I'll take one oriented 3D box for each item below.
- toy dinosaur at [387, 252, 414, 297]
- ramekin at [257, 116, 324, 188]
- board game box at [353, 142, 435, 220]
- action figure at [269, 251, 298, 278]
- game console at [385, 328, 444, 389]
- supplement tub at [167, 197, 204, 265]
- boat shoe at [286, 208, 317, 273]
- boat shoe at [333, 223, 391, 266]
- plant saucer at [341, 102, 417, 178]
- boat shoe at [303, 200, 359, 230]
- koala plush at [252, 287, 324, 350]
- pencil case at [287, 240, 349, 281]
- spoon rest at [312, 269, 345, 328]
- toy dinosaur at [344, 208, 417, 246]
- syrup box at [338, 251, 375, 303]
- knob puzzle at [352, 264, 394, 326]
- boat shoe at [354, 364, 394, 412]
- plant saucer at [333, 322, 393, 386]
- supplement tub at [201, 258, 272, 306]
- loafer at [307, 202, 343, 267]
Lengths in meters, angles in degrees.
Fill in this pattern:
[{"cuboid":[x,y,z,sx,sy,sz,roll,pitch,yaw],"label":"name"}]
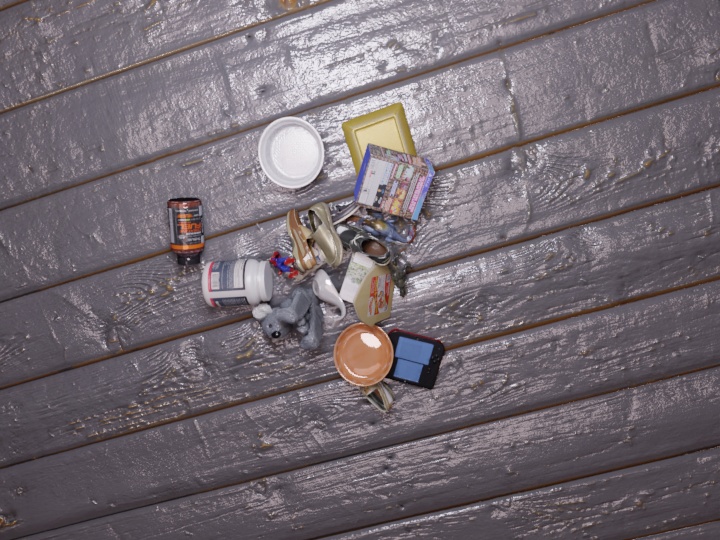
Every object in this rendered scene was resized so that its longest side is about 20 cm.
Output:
[{"cuboid":[0.116,-0.002,1.725,0.089,0.047,0.201,-55,129,-27],"label":"toy dinosaur"},{"cuboid":[-0.201,-0.353,1.650,0.195,0.098,0.205,1,103,2],"label":"ramekin"},{"cuboid":[0.095,-0.260,1.621,0.196,0.098,0.162,13,120,-12],"label":"board game box"},{"cuboid":[-0.245,-0.022,1.689,0.051,0.199,0.067,-26,108,-17],"label":"action figure"},{"cuboid":[0.168,0.293,1.824,0.196,0.031,0.181,14,104,0],"label":"game console"},{"cuboid":[-0.541,-0.121,1.719,0.104,0.107,0.205,0,104,3],"label":"supplement tub"},{"cuboid":[-0.174,-0.093,1.681,0.072,0.076,0.204,-17,72,11],"label":"boat shoe"},{"cuboid":[0.003,-0.087,1.638,0.198,0.068,0.073,30,83,14],"label":"boat shoe"},{"cuboid":[0.061,-0.376,1.658,0.196,0.049,0.204,-18,103,7],"label":"plant saucer"},{"cuboid":[-0.088,-0.174,1.702,0.197,0.073,0.063,-29,101,15],"label":"boat shoe"},{"cuboid":[-0.233,0.157,1.758,0.197,0.186,0.178,-22,124,25],"label":"koala plush"},{"cuboid":[-0.136,-0.045,1.728,0.198,0.078,0.091,-31,60,9],"label":"pencil case"},{"cuboid":[-0.097,0.085,1.723,0.059,0.202,0.100,-8,143,-27],"label":"spoon rest"},{"cuboid":[0.082,-0.139,1.715,0.180,0.198,0.107,31,81,-35],"label":"toy dinosaur"},{"cuboid":[0.000,0.000,1.734,0.077,0.082,0.204,19,104,1],"label":"syrup box"},{"cuboid":[0.035,0.075,1.713,0.030,0.218,0.225,17,107,35],"label":"knob puzzle"},{"cuboid":[0.035,0.381,1.824,0.200,0.069,0.075,45,120,-6],"label":"boat shoe"},{"cuboid":[0.011,0.272,1.792,0.195,0.037,0.205,-1,81,8],"label":"plant saucer"},{"cuboid":[-0.385,0.038,1.731,0.195,0.141,0.144,-3,104,3],"label":"supplement tub"},{"cuboid":[-0.111,-0.104,1.639,0.075,0.067,0.204,-32,74,46],"label":"loafer"}]
